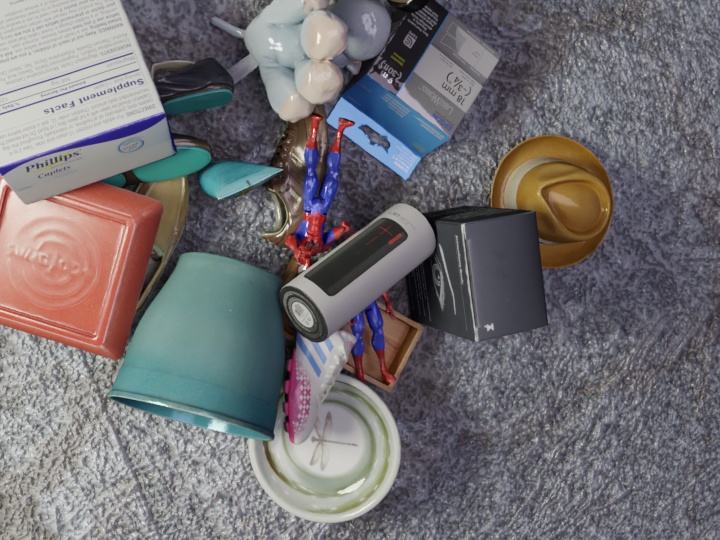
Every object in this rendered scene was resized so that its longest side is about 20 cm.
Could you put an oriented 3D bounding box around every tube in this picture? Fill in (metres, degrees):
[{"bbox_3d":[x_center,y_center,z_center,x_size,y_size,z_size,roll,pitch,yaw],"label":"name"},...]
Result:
[{"bbox_3d":[-0.148,-0.105,1.158,0.077,0.200,0.051,-31,105,-12],"label":"tube"}]

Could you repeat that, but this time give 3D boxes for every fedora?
[{"bbox_3d":[0.278,-0.093,1.372,0.200,0.082,0.202,-2,96,-19],"label":"fedora"}]

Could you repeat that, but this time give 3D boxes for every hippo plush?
[{"bbox_3d":[-0.047,-0.263,1.206,0.160,0.200,0.160,-12,88,-44],"label":"hippo plush"}]

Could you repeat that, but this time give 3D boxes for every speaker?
[{"bbox_3d":[0.000,0.000,1.196,0.200,0.081,0.081,-37,108,-32],"label":"speaker"}]

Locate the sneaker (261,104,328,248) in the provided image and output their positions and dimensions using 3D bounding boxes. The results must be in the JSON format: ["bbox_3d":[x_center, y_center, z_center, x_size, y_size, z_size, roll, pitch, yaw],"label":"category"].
[{"bbox_3d":[-0.085,-0.127,1.247,0.075,0.070,0.201,-1,96,-18],"label":"sneaker"}]

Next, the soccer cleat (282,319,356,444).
[{"bbox_3d":[-0.049,0.114,1.222,0.086,0.070,0.201,3,86,-1],"label":"soccer cleat"}]

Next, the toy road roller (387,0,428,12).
[{"bbox_3d":[0.015,-0.406,1.165,0.123,0.200,0.146,2,121,-50],"label":"toy road roller"}]

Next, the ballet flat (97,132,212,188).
[{"bbox_3d":[-0.275,-0.131,1.166,0.199,0.068,0.069,-19,60,-2],"label":"ballet flat"}]

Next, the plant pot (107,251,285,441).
[{"bbox_3d":[-0.177,0.086,1.185,0.199,0.200,0.189,19,74,-20],"label":"plant pot"}]

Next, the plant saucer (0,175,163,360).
[{"bbox_3d":[-0.347,-0.011,1.136,0.199,0.037,0.201,18,103,-3],"label":"plant saucer"}]

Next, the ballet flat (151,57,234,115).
[{"bbox_3d":[-0.251,-0.210,1.186,0.199,0.073,0.073,-18,102,-11],"label":"ballet flat"}]

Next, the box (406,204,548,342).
[{"bbox_3d":[0.140,-0.001,1.271,0.104,0.200,0.149,-11,100,-20],"label":"box"}]

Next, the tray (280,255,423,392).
[{"bbox_3d":[-0.024,0.071,1.310,0.200,0.037,0.099,30,86,-19],"label":"tray"}]

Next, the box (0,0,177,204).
[{"bbox_3d":[-0.322,-0.201,1.086,0.183,0.105,0.201,-20,73,-10],"label":"box"}]

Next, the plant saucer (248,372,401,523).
[{"bbox_3d":[-0.043,0.223,1.290,0.199,0.050,0.201,1,98,9],"label":"plant saucer"}]

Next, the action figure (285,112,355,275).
[{"bbox_3d":[-0.045,-0.079,1.190,0.065,0.099,0.201,6,106,-20],"label":"action figure"}]

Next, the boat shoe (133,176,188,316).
[{"bbox_3d":[-0.251,-0.034,1.195,0.071,0.076,0.201,17,90,-19],"label":"boat shoe"}]

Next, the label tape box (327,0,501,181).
[{"bbox_3d":[0.071,-0.237,1.293,0.144,0.063,0.200,34,84,-19],"label":"label tape box"}]

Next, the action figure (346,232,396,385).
[{"bbox_3d":[0.006,0.049,1.276,0.065,0.052,0.201,-12,98,-13],"label":"action figure"}]
